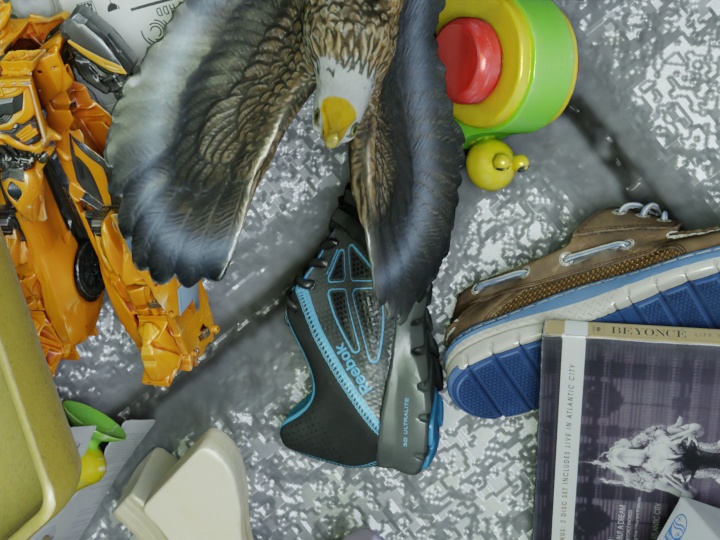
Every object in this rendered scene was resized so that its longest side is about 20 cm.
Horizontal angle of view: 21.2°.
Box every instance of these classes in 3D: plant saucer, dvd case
[{"bbox_3d":[-0.201,0.063,0.876,0.200,0.048,0.201,-41,63,37],"label":"plant saucer"},{"bbox_3d":[0.183,0.088,0.916,0.199,0.016,0.149,3,129,6],"label":"dvd case"}]

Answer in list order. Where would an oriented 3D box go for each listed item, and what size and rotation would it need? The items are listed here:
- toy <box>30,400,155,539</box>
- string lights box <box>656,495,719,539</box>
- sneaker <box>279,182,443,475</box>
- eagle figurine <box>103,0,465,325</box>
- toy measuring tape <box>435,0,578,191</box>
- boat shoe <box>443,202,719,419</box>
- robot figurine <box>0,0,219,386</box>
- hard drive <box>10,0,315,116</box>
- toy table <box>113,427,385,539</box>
[{"bbox_3d":[-0.187,0.149,0.958,0.047,0.115,0.200,37,98,14],"label":"toy"},{"bbox_3d":[0.155,0.217,0.916,0.102,0.059,0.201,20,105,-25],"label":"string lights box"},{"bbox_3d":[0.000,0.000,0.942,0.081,0.073,0.201,3,94,8],"label":"sneaker"},{"bbox_3d":[-0.011,-0.084,0.817,0.152,0.151,0.200,39,134,14],"label":"eagle figurine"},{"bbox_3d":[0.072,-0.138,0.922,0.073,0.074,0.201,3,95,7],"label":"toy measuring tape"},{"bbox_3d":[0.130,0.004,0.920,0.199,0.072,0.073,-17,48,14],"label":"boat shoe"},{"bbox_3d":[-0.143,-0.038,0.901,0.144,0.058,0.201,1,129,27],"label":"robot figurine"},{"bbox_3d":[-0.105,-0.161,0.873,0.139,0.038,0.201,-11,114,24],"label":"hard drive"},{"bbox_3d":[-0.084,0.172,0.921,0.117,0.184,0.200,39,105,-8],"label":"toy table"}]
